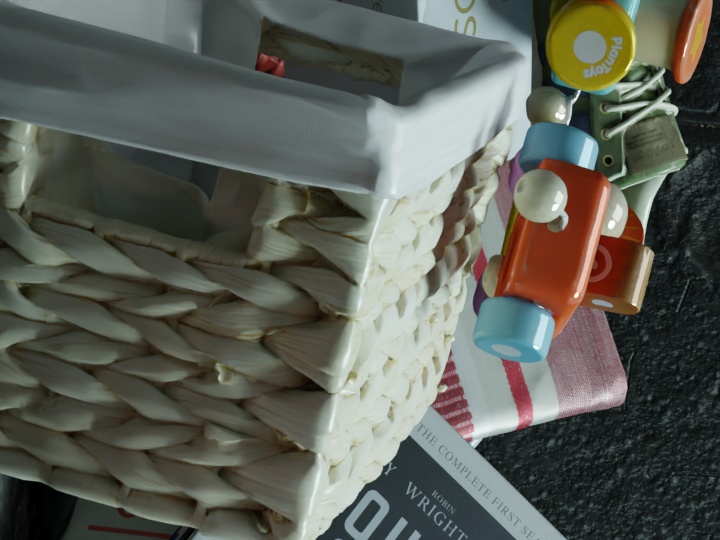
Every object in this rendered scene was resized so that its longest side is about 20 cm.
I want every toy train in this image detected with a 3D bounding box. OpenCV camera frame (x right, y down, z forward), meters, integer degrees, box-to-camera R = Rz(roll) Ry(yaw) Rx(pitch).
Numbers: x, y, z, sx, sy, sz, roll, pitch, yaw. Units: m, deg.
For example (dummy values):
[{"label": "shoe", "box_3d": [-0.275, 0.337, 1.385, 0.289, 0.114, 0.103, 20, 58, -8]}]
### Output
[{"label": "toy train", "box_3d": [0.081, -0.050, 0.680, 0.150, 0.055, 0.201, 102, 4, -69]}]

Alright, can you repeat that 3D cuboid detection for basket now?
[{"label": "basket", "box_3d": [-0.039, -0.013, 0.618, 0.200, 0.134, 0.124, -34, 138, -74]}]

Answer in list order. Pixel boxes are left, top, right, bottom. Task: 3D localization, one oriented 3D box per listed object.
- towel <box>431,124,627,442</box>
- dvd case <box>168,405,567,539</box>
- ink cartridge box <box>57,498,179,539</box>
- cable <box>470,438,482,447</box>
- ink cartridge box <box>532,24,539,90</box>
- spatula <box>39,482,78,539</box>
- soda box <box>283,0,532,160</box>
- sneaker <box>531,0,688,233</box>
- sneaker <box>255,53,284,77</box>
[{"label": "towel", "box_3d": [0.000, 0.000, 0.789, 0.023, 0.199, 0.145, -33, -109, 54]}, {"label": "dvd case", "box_3d": [-0.014, 0.145, 0.717, 0.200, 0.150, 0.025, -50, -166, -18]}, {"label": "ink cartridge box", "box_3d": [-0.057, 0.141, 0.783, 0.068, 0.115, 0.202, 98, 0, -72]}, {"label": "cable", "box_3d": [-0.008, 0.027, 0.918, 0.069, 0.200, 0.201, 44, 18, -29]}, {"label": "ink cartridge box", "box_3d": [0.044, -0.118, 1.013, 0.145, 0.084, 0.201, 43, -38, 37]}, {"label": "spatula", "box_3d": [-0.097, 0.002, 0.720, 0.057, 0.020, 0.202, -58, 155, -68]}, {"label": "soda box", "box_3d": [0.016, -0.134, 0.731, 0.063, 0.068, 0.202, -22, 119, -42]}, {"label": "sneaker", "box_3d": [0.112, -0.076, 0.918, 0.090, 0.067, 0.201, 46, -41, 39]}, {"label": "sneaker", "box_3d": [-0.037, -0.088, 0.836, 0.202, 0.107, 0.068, 85, 12, -67]}]
